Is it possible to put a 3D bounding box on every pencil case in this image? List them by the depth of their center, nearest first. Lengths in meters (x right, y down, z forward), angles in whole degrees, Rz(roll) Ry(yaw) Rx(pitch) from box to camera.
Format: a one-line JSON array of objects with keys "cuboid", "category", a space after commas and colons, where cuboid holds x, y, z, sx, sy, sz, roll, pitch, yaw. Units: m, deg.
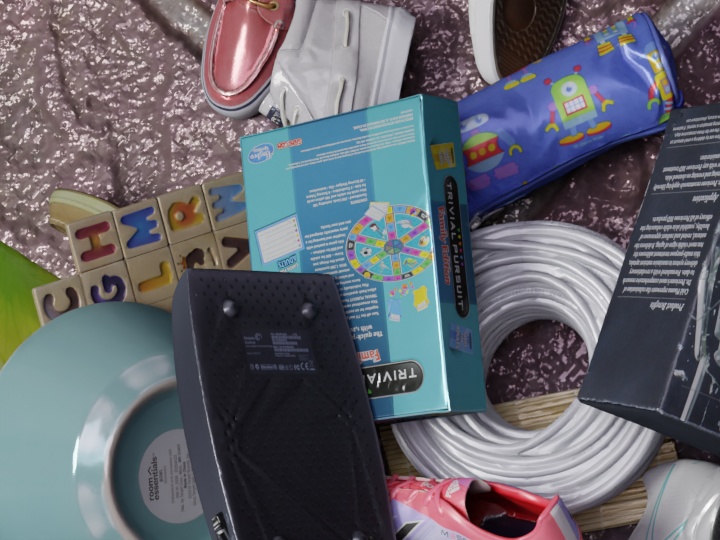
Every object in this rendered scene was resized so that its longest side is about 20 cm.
[{"cuboid": [0.123, -0.097, 1.473, 0.199, 0.078, 0.087, -26, 76, 6], "category": "pencil case"}]

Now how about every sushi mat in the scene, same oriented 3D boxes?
[{"cuboid": [0.114, 0.133, 1.464, 0.198, 0.012, 0.097, -12, 74, 12], "category": "sushi mat"}]

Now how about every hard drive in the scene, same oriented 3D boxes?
[{"cuboid": [-0.050, 0.100, 1.341, 0.042, 0.134, 0.202, -29, 68, 43], "category": "hard drive"}]

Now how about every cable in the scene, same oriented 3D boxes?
[{"cuboid": [0.112, 0.067, 1.438, 0.198, 0.069, 0.202, -9, 74, 14], "category": "cable"}]

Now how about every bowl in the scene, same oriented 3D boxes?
[{"cuboid": [-0.133, 0.121, 1.384, 0.105, 0.199, 0.203, 0, 74, 57], "category": "bowl"}]

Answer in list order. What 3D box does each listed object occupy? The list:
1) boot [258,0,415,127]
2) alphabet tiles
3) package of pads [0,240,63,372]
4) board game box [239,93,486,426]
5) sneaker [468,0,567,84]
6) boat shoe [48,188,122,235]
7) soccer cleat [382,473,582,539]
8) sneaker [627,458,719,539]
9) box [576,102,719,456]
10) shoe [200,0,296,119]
[{"cuboid": [-0.025, -0.094, 1.513, 0.095, 0.074, 0.202, 11, 72, 0], "category": "boot"}, {"cuboid": [-0.116, 0.031, 1.460, 0.199, 0.006, 0.168, -18, 101, -26], "category": "alphabet tiles"}, {"cuboid": [-0.215, 0.090, 1.453, 0.068, 0.199, 0.156, -10, 55, 45], "category": "package of pads"}, {"cuboid": [0.000, 0.000, 1.419, 0.150, 0.047, 0.202, -10, 82, 35], "category": "board game box"}, {"cuboid": [0.096, -0.226, 1.530, 0.084, 0.072, 0.202, 1, 86, 51], "category": "sneaker"}, {"cuboid": [-0.145, 0.010, 1.533, 0.200, 0.073, 0.063, 31, 83, 12], "category": "boat shoe"}, {"cuboid": [0.047, 0.152, 1.373, 0.198, 0.077, 0.067, 11, 46, 28], "category": "soccer cleat"}, {"cuboid": [0.202, 0.218, 1.400, 0.080, 0.070, 0.202, 14, 90, 46], "category": "sneaker"}, {"cuboid": [0.267, 0.024, 1.344, 0.198, 0.124, 0.198, 21, 85, -17], "category": "box"}, {"cuboid": [-0.073, -0.212, 1.549, 0.071, 0.091, 0.202, 19, 84, 18], "category": "shoe"}]
